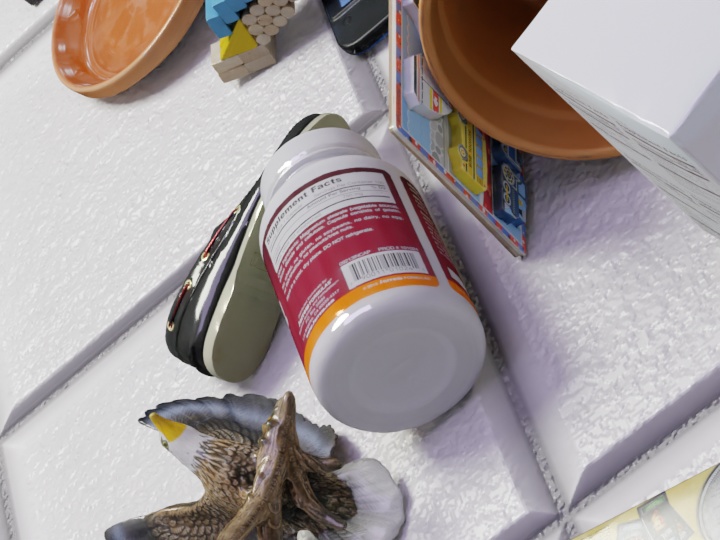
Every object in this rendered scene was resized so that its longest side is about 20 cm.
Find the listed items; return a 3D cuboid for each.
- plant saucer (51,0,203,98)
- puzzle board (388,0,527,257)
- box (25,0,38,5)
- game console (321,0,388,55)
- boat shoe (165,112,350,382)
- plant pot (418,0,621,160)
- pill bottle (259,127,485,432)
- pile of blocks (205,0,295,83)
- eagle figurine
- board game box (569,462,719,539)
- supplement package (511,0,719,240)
[{"bbox_3d":[-0.177,-0.229,1.931,0.200,0.032,0.200,-32,44,37],"label":"plant saucer"},{"bbox_3d":[0.065,-0.126,1.528,0.017,0.151,0.200,-21,48,26],"label":"puzzle board"},{"bbox_3d":[-0.286,-0.343,2.130,0.158,0.048,0.200,-48,39,7],"label":"box"},{"bbox_3d":[0.002,-0.289,1.743,0.171,0.118,0.200,-38,40,17],"label":"game console"},{"bbox_3d":[-0.071,-0.022,1.647,0.063,0.074,0.201,20,81,42],"label":"boat shoe"},{"bbox_3d":[0.137,-0.188,1.488,0.200,0.200,0.140,-34,26,22],"label":"plant pot"},{"bbox_3d":[0.000,0.000,1.528,0.113,0.113,0.200,-40,39,15],"label":"pill bottle"},{"bbox_3d":[-0.072,-0.227,1.762,0.200,0.082,0.062,-53,31,42],"label":"pile of blocks"},{"bbox_3d":[-0.080,0.138,1.519,0.152,0.151,0.200,-22,-6,-23],"label":"eagle figurine"},{"bbox_3d":[0.162,0.189,1.282,0.200,0.035,0.136,-31,43,25],"label":"board game box"},{"bbox_3d":[0.223,-0.105,1.311,0.152,0.200,0.151,-53,38,-1],"label":"supplement package"}]
